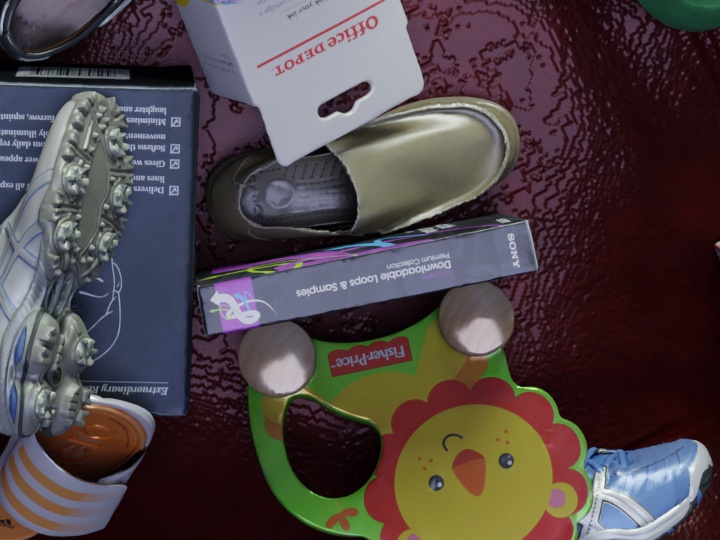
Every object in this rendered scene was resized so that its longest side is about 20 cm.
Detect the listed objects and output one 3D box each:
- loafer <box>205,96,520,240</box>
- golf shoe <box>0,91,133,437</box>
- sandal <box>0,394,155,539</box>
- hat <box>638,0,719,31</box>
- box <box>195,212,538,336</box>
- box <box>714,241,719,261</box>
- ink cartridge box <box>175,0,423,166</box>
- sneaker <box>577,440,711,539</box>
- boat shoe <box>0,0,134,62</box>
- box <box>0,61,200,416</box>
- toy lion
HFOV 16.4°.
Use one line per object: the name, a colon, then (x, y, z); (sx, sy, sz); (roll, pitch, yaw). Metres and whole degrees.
loafer: (0.004, -0.054, 1.535); (0.199, 0.067, 0.076); (-16, 103, -2)
golf shoe: (-0.192, -0.008, 1.415); (0.097, 0.078, 0.201); (9, 81, 27)
sandal: (-0.184, 0.138, 1.504); (0.079, 0.207, 0.059); (14, 56, -23)
hat: (0.159, -0.254, 1.534); (0.200, 0.176, 0.166); (18, 100, -47)
box: (0.000, 0.000, 1.507); (0.199, 0.143, 0.036); (-10, 94, -4)
box: (0.310, 0.062, 1.571); (0.094, 0.103, 0.201); (-24, 102, 0)
ink cartridge box: (-0.049, -0.177, 1.479); (0.117, 0.067, 0.201); (-29, 114, -21)
sneaker: (0.125, 0.143, 1.575); (0.199, 0.076, 0.077); (-19, 106, -2)
boat shoe: (-0.139, -0.197, 1.493); (0.200, 0.068, 0.072); (-41, 101, 0)
box: (-0.174, -0.021, 1.505); (0.148, 0.107, 0.201); (2, 101, -6)
toy lion: (0.037, 0.112, 1.525); (0.199, 0.069, 0.193); (-10, 83, -1)
